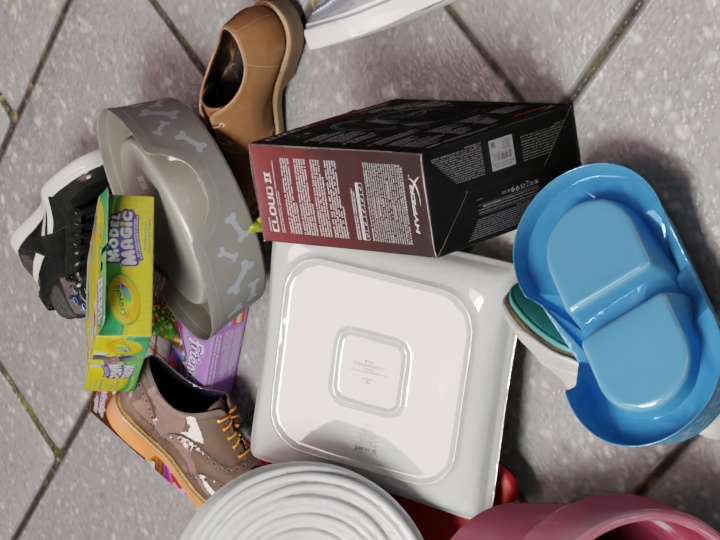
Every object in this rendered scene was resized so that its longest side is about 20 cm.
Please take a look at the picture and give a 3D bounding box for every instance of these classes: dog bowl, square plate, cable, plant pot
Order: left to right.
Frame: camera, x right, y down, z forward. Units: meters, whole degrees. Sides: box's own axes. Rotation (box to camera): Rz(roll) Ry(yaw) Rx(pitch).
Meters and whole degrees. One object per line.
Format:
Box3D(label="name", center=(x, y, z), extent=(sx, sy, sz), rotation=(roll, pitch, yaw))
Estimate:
Box3D(label="dog bowl", center=(-0.140, -0.047, 1.804), extent=(0.200, 0.059, 0.200), rotation=(54, 160, 30))
Box3D(label="cable", center=(-0.043, 0.239, 1.644), extent=(0.200, 0.200, 0.069), rotation=(55, 172, 0))
Box3D(label="square plate", center=(0.013, 0.071, 1.658), extent=(0.199, 0.028, 0.199), rotation=(14, 107, 21))
Box3D(label="plant pot", center=(0.145, 0.242, 1.566), extent=(0.179, 0.199, 0.201), rotation=(17, 119, 62))
Box3D(label="dog bowl", center=(0.175, 0.026, 1.481), extent=(0.111, 0.050, 0.200), rotation=(-33, 61, 20))

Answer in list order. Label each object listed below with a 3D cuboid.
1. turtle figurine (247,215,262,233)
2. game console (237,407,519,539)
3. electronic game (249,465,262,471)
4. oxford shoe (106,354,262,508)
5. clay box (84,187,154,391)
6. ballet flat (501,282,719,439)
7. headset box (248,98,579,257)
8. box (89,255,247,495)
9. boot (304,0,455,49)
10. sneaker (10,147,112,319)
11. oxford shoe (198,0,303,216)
Box3D(label="turtle figurine", center=(0.000, 0.000, 1.711), extent=(0.161, 0.064, 0.200), rotation=(51, 142, -4))
Box3D(label="game console", center=(0.016, 0.153, 1.753), extent=(0.200, 0.119, 0.172), rotation=(43, 173, 11))
Box3D(label="electronic game", center=(-0.092, 0.252, 1.774), extent=(0.200, 0.041, 0.201), rotation=(-172, 90, -86))
Box3D(label="oxford shoe", center=(-0.118, 0.148, 1.881), extent=(0.200, 0.071, 0.073), rotation=(35, 122, 3))
Box3D(label="clay box", center=(-0.190, 0.017, 1.790), extent=(0.200, 0.047, 0.115), rotation=(124, 147, -70))
Box3D(label="ballet flat", center=(0.175, 0.066, 1.544), extent=(0.200, 0.069, 0.070), rotation=(22, 121, 38))
Box3D(label="headset box", center=(0.031, -0.068, 1.582), extent=(0.200, 0.149, 0.078), rotation=(5, 108, 47))
Box3D(label="box", center=(-0.168, 0.076, 1.959), extent=(0.137, 0.039, 0.201), rotation=(37, 130, 32))
Box3D(label="boot", center=(0.027, -0.222, 1.587), extent=(0.200, 0.073, 0.091), rotation=(-18, 93, 42))
Box3D(label="sneaker", center=(-0.232, -0.024, 1.976), extent=(0.112, 0.073, 0.200), rotation=(59, 148, 8))
Box3D(label="oxford shoe", center=(-0.100, -0.121, 1.774), extent=(0.071, 0.071, 0.200), rotation=(36, 134, 31))
